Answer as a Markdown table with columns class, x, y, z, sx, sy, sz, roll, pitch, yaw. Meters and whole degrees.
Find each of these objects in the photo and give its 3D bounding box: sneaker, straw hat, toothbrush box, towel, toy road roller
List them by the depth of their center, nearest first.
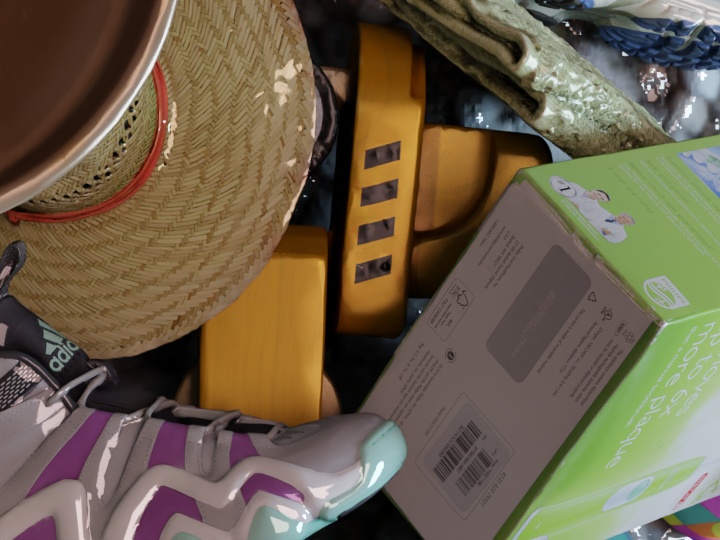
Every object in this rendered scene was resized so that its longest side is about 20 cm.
| class | x | y | z | sx | sy | sz | roll | pitch | yaw |
| --- | --- | --- | --- | --- | --- | --- | --- | --- | --- |
| sneaker | -0.093 | 0.051 | 0.950 | 0.199 | 0.078 | 0.141 | -20 | 89 | 4 |
| straw hat | -0.123 | -0.064 | 0.967 | 0.085 | 0.199 | 0.203 | 14 | 81 | -71 |
| toothbrush box | 0.109 | 0.029 | 1.013 | 0.086 | 0.146 | 0.199 | 48 | 33 | 22 |
| toy road roller | 0.000 | 0.000 | 1.052 | 0.145 | 0.123 | 0.202 | 5 | 89 | -4 |
| towel | 0.074 | -0.081 | 1.073 | 0.037 | 0.148 | 0.200 | -50 | 144 | 6 |
| sneaker | 0.130 | -0.148 | 1.174 | 0.199 | 0.077 | 0.086 | 14 | 80 | -28 |

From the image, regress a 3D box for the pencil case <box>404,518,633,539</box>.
| class | x | y | z | sx | sy | sz | roll | pitch | yaw |
| --- | --- | --- | --- | --- | --- | --- | --- | --- | --- |
| pencil case | 0.081 | 0.126 | 1.138 | 0.085 | 0.092 | 0.201 | -43 | 110 | -21 |

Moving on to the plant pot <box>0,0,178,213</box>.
| class | x | y | z | sx | sy | sz | roll | pitch | yaw |
| --- | --- | --- | --- | --- | --- | --- | --- | --- | --- |
| plant pot | -0.160 | -0.109 | 0.782 | 0.199 | 0.093 | 0.203 | 0 | 90 | -29 |

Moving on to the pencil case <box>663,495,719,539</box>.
| class | x | y | z | sx | sy | sz | roll | pitch | yaw |
| --- | --- | --- | --- | --- | --- | --- | --- | --- | --- |
| pencil case | 0.201 | 0.081 | 1.147 | 0.088 | 0.200 | 0.089 | 2 | 84 | -22 |
